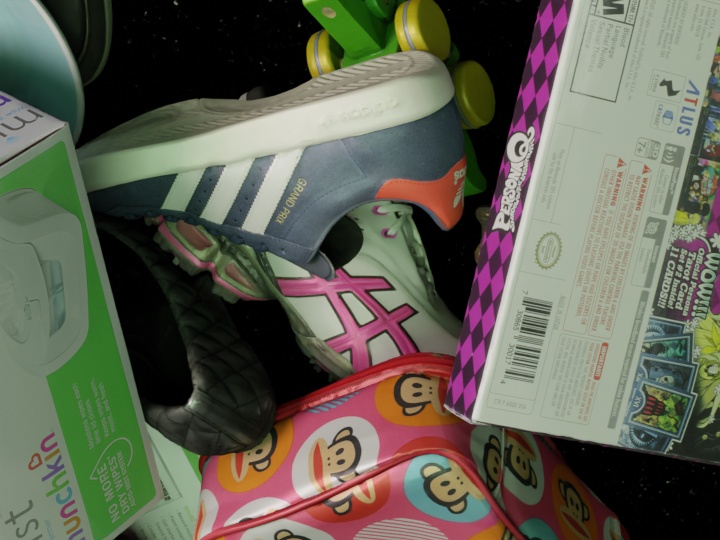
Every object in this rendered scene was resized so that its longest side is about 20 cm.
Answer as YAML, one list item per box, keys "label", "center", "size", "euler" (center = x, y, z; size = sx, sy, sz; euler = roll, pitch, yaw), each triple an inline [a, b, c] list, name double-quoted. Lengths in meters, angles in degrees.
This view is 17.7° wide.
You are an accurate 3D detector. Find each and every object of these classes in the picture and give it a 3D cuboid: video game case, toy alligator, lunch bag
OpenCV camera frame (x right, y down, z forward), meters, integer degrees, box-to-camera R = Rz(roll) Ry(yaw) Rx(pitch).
- label: "video game case"
  center: [0.142, -0.019, 0.995]
  size: [0.181, 0.036, 0.201]
  euler: [11, 95, -25]
- label: "toy alligator"
  center: [0.006, -0.112, 1.025]
  size: [0.059, 0.054, 0.200]
  euler: [-15, 133, 30]
- label: "lunch bag"
  center: [0.018, 0.135, 1.068]
  size: [0.176, 0.082, 0.200]
  euler: [-23, 132, 23]

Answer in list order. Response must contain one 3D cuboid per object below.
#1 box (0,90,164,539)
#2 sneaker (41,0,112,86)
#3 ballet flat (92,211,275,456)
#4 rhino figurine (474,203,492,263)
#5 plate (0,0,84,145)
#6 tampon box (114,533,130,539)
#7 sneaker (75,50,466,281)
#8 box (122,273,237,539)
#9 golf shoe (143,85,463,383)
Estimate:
- label: "box"
  center: [-0.191, 0.015, 1.000]
  size: [0.176, 0.097, 0.200]
  euler: [24, 137, 41]
- label: "sneaker"
  center: [-0.177, -0.163, 1.025]
  size: [0.075, 0.106, 0.200]
  euler: [-20, 103, 13]
- label: "ballet flat"
  center: [-0.110, 0.015, 1.052]
  size: [0.200, 0.057, 0.067]
  euler: [36, 86, 37]
- label: "rhino figurine"
  center: [0.150, 0.019, 1.066]
  size: [0.199, 0.060, 0.088]
  euler: [3, 99, -5]
- label: "plate"
  center: [-0.213, -0.111, 1.044]
  size: [0.200, 0.026, 0.200]
  euler: [16, 146, 11]
- label: "tampon box"
  center: [-0.131, 0.221, 1.080]
  size: [0.126, 0.150, 0.200]
  euler: [-39, 119, 22]
- label: "sneaker"
  center: [-0.047, -0.032, 1.012]
  size: [0.200, 0.075, 0.085]
  euler: [-10, 109, 23]
- label: "box"
  center: [-0.130, 0.106, 1.140]
  size: [0.200, 0.036, 0.145]
  euler: [-23, 103, 14]
- label: "golf shoe"
  center: [0.000, 0.000, 1.072]
  size: [0.200, 0.073, 0.092]
  euler: [37, 106, -5]
